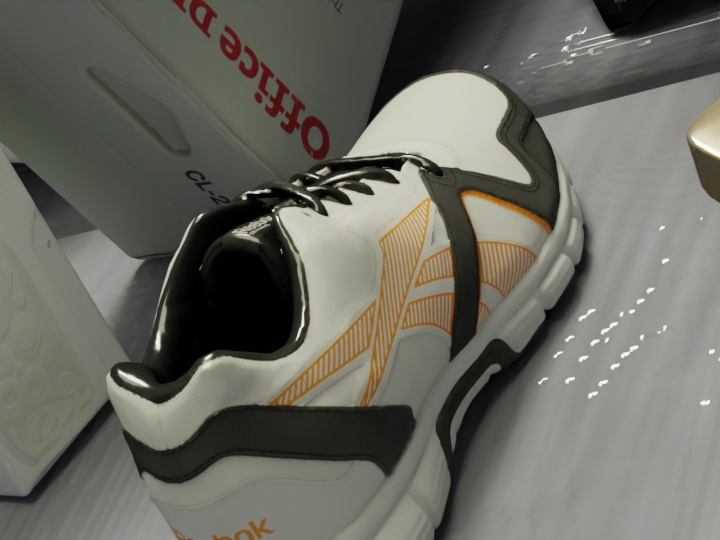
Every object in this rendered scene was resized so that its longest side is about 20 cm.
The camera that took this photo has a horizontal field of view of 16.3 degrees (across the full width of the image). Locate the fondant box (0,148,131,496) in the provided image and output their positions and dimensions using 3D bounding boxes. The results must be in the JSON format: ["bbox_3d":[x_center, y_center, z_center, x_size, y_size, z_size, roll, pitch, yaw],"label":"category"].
[{"bbox_3d":[-0.181,-0.009,0.732,0.200,0.144,0.058,-2,37,40],"label":"fondant box"}]

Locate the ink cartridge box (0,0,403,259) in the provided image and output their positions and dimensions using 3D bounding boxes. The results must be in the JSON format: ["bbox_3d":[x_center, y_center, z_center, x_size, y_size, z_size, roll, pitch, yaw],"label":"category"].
[{"bbox_3d":[-0.054,-0.125,0.751,0.083,0.146,0.200,-7,53,36],"label":"ink cartridge box"}]

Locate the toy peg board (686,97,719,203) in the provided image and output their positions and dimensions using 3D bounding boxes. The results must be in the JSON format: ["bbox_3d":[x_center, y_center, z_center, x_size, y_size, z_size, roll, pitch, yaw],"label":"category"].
[{"bbox_3d":[0.194,-0.072,0.506,0.200,0.098,0.199,-38,42,-17],"label":"toy peg board"}]

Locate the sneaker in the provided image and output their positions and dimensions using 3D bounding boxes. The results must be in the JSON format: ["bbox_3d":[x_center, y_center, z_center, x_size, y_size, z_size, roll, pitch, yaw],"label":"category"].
[{"bbox_3d":[0.000,0.000,0.626,0.074,0.080,0.200,-14,30,28],"label":"sneaker"}]

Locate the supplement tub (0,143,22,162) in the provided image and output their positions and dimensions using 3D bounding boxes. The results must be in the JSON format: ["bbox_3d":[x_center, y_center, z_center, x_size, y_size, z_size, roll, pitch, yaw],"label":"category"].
[{"bbox_3d":[-0.152,-0.121,0.890,0.145,0.145,0.200,-41,31,-22],"label":"supplement tub"}]

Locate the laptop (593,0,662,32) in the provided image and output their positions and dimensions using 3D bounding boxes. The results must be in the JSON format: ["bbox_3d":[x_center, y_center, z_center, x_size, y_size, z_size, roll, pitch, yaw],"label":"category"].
[{"bbox_3d":[0.148,-0.184,0.788,0.200,0.103,0.177,-11,54,-15],"label":"laptop"}]
